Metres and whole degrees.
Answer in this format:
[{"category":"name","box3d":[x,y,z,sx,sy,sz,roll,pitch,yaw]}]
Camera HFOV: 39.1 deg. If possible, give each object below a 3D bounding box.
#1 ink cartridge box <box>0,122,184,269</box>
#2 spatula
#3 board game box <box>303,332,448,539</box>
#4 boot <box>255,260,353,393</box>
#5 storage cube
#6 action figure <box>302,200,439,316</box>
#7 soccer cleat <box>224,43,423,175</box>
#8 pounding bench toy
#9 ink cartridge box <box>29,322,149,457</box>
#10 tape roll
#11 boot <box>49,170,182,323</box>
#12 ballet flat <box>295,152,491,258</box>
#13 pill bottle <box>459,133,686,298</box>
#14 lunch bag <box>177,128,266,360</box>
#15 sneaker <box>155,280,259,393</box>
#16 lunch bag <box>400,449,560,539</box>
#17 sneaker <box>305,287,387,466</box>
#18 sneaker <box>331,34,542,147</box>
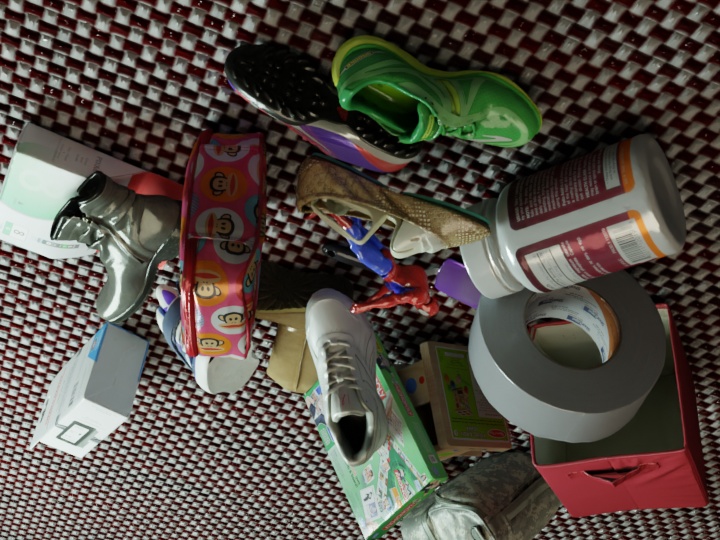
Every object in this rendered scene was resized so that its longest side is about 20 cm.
[{"category":"ink cartridge box","box3d":[-0.289,-0.060,1.098,0.197,0.051,0.161,23,140,-17]},{"category":"spatula","box3d":[0.052,-0.001,1.139,0.196,0.021,0.057,13,137,-6]},{"category":"board game box","box3d":[0.013,0.195,1.206,0.029,0.202,0.135,7,137,-45]},{"category":"boot","box3d":[-0.097,0.078,1.232,0.171,0.067,0.201,10,144,-3]},{"category":"storage cube","box3d":[0.300,0.171,1.181,0.168,0.203,0.180,-11,146,22]},{"category":"action figure","box3d":[0.000,0.000,1.087,0.099,0.066,0.199,-38,117,25]},{"category":"soccer cleat","box3d":[-0.040,-0.142,0.939,0.197,0.069,0.073,21,153,-17]},{"category":"pounding bench toy","box3d":[0.106,0.183,1.279,0.198,0.127,0.155,11,150,-43]},{"category":"ink cartridge box","box3d":[-0.363,0.169,1.350,0.067,0.118,0.199,28,139,-24]},{"category":"tape roll","box3d":[0.214,0.074,1.061,0.196,0.203,0.067,8,145,-1]},{"category":"boot","box3d":[-0.273,-0.028,1.082,0.129,0.069,0.200,17,133,-32]},{"category":"ballet flat","box3d":[0.026,-0.049,0.971,0.197,0.066,0.071,20,170,15]},{"category":"pill bottle","box3d":[0.201,-0.045,0.979,0.197,0.116,0.114,-18,136,30]},{"category":"lunch bag","box3d":[-0.131,-0.018,1.000,0.080,0.203,0.178,3,143,-3]},{"category":"sneaker","box3d":[-0.195,0.067,1.171,0.146,0.081,0.200,40,172,11]},{"category":"lunch bag","box3d":[0.180,0.344,1.420,0.167,0.198,0.141,-38,80,45]},{"category":"sneaker","box3d":[-0.014,0.120,1.116,0.076,0.099,0.204,-16,99,6]},{"category":"sneaker","box3d":[0.065,-0.141,0.903,0.196,0.085,0.074,14,142,-10]}]
